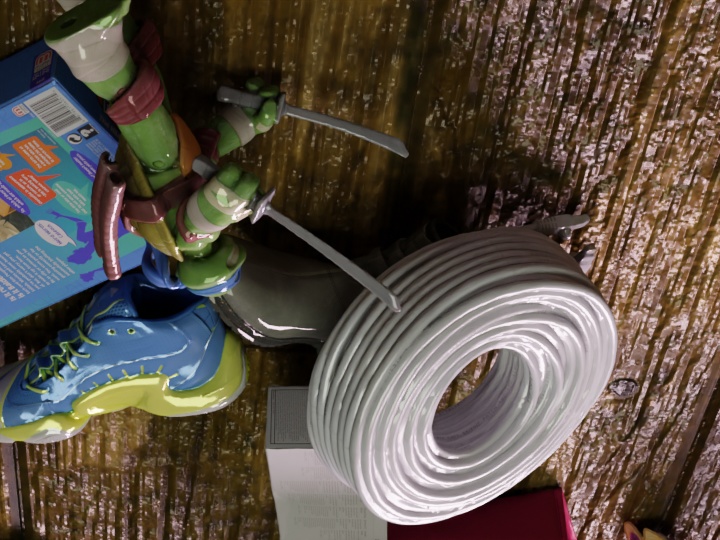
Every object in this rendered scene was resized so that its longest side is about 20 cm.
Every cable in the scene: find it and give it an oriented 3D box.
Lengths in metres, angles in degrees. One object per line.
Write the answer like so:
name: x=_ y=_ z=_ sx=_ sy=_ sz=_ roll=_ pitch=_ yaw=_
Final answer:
cable: x=0.064 y=0.067 z=1.044 sx=0.200 sy=0.069 sz=0.200 roll=-7 pitch=127 yaw=-34

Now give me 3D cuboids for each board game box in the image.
board game box: x=-0.213 y=-0.043 z=1.027 sx=0.200 sy=0.045 sz=0.152 roll=-23 pitch=134 yaw=22

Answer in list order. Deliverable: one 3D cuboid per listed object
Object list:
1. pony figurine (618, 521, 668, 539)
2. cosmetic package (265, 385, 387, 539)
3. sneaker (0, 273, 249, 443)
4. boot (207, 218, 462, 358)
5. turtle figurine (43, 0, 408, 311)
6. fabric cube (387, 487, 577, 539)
pony figurine: x=0.291 y=0.288 z=1.319 sx=0.193 sy=0.200 sz=0.167 roll=15 pitch=131 yaw=-39
cosmetic package: x=-0.020 y=0.138 z=1.194 sx=0.082 sy=0.051 sz=0.200 roll=1 pitch=153 yaw=1
sneaker: x=-0.177 y=0.049 z=1.121 sx=0.200 sy=0.076 sz=0.105 roll=-10 pitch=126 yaw=0
boot: x=0.000 y=0.000 z=1.059 sx=0.131 sy=0.068 sz=0.200 roll=-31 pitch=146 yaw=25
turtle figurine: x=-0.073 y=-0.083 z=0.914 sx=0.200 sy=0.144 sz=0.194 roll=-6 pitch=128 yaw=36
fabric cube: x=0.083 y=0.312 z=1.314 sx=0.199 sy=0.196 sz=0.200 roll=-11 pitch=136 yaw=9
